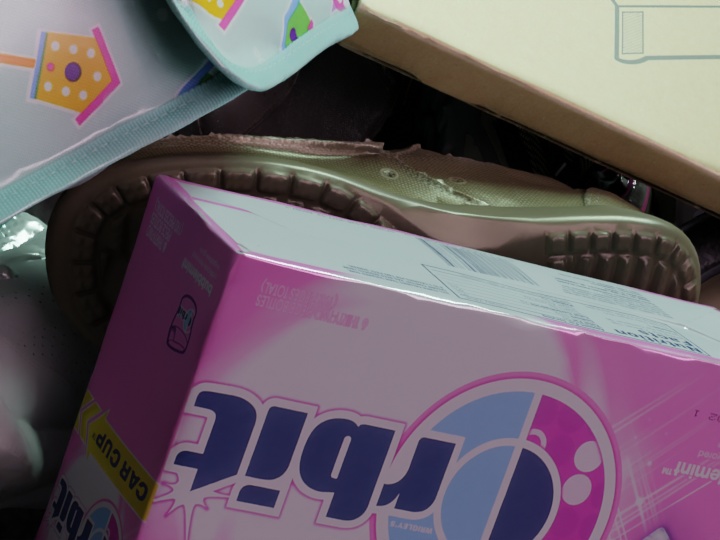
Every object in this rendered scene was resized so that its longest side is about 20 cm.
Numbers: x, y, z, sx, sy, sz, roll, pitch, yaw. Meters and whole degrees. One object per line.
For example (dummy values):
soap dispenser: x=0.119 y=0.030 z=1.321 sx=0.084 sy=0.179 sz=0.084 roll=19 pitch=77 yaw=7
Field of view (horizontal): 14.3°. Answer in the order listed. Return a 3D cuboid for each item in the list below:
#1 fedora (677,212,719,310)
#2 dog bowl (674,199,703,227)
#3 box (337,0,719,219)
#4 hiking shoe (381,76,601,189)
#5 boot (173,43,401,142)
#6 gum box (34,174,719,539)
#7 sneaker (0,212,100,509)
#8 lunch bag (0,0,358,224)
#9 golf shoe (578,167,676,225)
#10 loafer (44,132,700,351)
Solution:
fedora: x=0.148 y=0.069 z=0.917 sx=0.200 sy=0.092 sz=0.201 roll=-10 pitch=112 yaw=-27
dog bowl: x=0.162 y=-0.003 z=1.063 sx=0.200 sy=0.058 sz=0.201 roll=1 pitch=90 yaw=-72
box: x=0.085 y=-0.094 z=0.905 sx=0.199 sy=0.021 sz=0.164 roll=23 pitch=45 yaw=-19
hiking shoe: x=0.062 y=-0.052 z=0.973 sx=0.100 sy=0.076 sz=0.201 roll=7 pitch=80 yaw=-18
boot: x=-0.035 y=-0.118 z=0.913 sx=0.174 sy=0.069 sz=0.200 roll=52 pitch=56 yaw=-37
gum box: x=0.024 y=0.056 z=0.791 sx=0.199 sy=0.066 sz=0.114 roll=13 pitch=104 yaw=-27
sneaker: x=-0.107 y=0.022 z=0.820 sx=0.200 sy=0.075 sz=0.089 roll=7 pitch=69 yaw=-53
lunch bag: x=-0.103 y=-0.102 z=0.751 sx=0.200 sy=0.122 sz=0.171 roll=-27 pitch=100 yaw=-27
golf shoe: x=0.076 y=0.053 z=1.002 sx=0.092 sy=0.072 sz=0.200 roll=48 pitch=53 yaw=-36
loafer: x=0.000 y=0.000 z=0.838 sx=0.199 sy=0.067 sz=0.076 roll=8 pitch=104 yaw=-23
